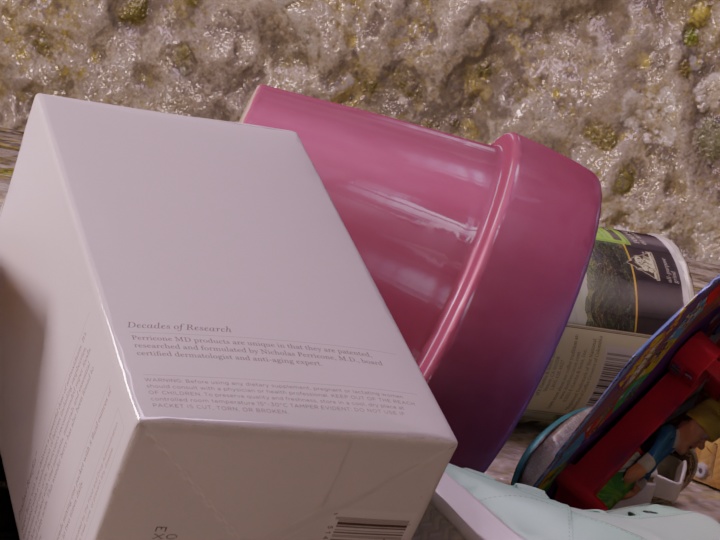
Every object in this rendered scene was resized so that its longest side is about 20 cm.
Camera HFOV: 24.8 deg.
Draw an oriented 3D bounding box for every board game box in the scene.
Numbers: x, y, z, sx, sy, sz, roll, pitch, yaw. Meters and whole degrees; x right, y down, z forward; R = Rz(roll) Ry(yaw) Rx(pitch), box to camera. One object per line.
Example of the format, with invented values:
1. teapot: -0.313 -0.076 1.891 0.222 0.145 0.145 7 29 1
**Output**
1. board game box: 0.136 0.077 0.753 0.039 0.200 0.158 42 28 18

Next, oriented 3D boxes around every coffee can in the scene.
1. coffee can: 0.106 0.033 1.126 0.200 0.147 0.146 8 7 -20

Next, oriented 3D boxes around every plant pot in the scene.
1. plant pot: 0.000 0.000 0.844 0.179 0.200 0.200 27 5 -7

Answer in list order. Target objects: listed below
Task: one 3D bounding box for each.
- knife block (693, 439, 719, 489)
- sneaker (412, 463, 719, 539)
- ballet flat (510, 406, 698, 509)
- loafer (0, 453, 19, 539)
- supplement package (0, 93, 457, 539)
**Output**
1. knife block: 0.335 0.127 1.045 0.175 0.064 0.200 5 8 -39
2. sneaker: 0.071 0.118 0.675 0.200 0.074 0.118 24 19 26
3. ballet flat: 0.145 0.109 0.913 0.062 0.068 0.200 24 12 23
4. loafer: -0.163 0.072 0.722 0.073 0.071 0.200 11 7 4
5. supplement package: -0.067 0.039 0.631 0.120 0.121 0.200 6 35 -27
